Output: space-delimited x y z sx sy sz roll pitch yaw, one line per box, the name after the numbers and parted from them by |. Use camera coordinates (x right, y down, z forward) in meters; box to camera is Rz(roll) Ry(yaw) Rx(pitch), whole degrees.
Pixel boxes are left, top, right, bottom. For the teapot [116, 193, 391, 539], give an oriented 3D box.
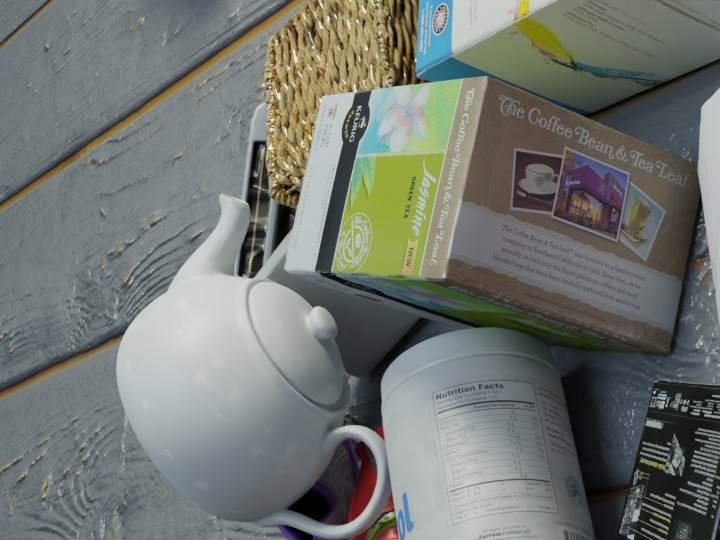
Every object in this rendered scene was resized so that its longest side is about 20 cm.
-0.074 0.082 1.173 0.145 0.200 0.198 -35 29 20 | teapot

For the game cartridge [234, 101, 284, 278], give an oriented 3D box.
-0.089 -0.036 1.432 0.134 0.040 0.203 79 -164 -73 | game cartridge

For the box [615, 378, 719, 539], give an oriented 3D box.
0.200 0.149 0.842 0.200 0.085 0.166 126 159 -86 | box

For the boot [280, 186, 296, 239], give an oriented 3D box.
-0.006 -0.048 1.354 0.148 0.069 0.200 -67 31 21 | boot

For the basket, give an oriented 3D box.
0.019 -0.136 1.269 0.149 0.142 0.202 -40 38 32 | basket

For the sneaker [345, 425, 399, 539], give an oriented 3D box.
0.028 0.202 1.162 0.084 0.077 0.202 -28 41 28 | sneaker

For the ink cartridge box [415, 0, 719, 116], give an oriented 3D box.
0.155 -0.212 1.099 0.199 0.143 0.149 -20 60 52 | ink cartridge box

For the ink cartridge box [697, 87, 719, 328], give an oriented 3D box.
0.223 -0.039 0.895 0.056 0.200 0.165 -7 63 13 | ink cartridge box

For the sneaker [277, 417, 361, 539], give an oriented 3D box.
-0.037 0.176 1.270 0.081 0.088 0.201 -61 33 21 | sneaker

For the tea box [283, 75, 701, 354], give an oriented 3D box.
0.089 -0.034 1.068 0.196 0.198 0.135 1 76 57 | tea box

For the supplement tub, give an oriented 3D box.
0.086 0.156 1.051 0.132 0.131 0.202 -42 43 39 | supplement tub

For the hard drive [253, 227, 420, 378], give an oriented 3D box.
0.000 0.000 1.241 0.200 0.131 0.027 -50 28 37 | hard drive
